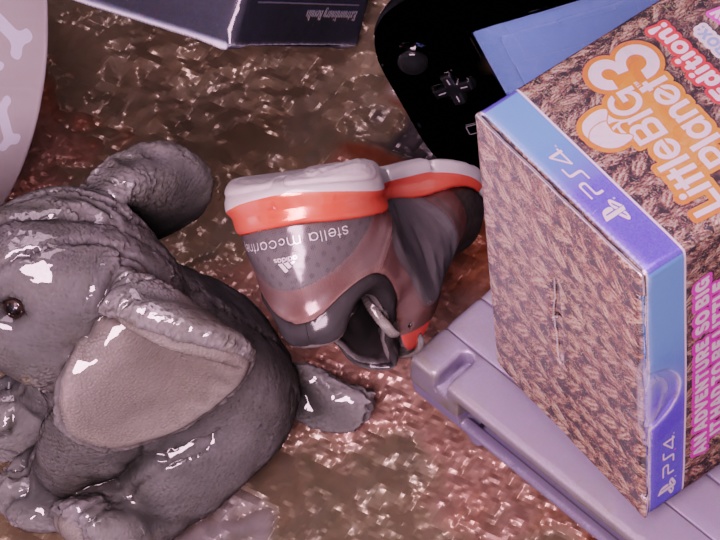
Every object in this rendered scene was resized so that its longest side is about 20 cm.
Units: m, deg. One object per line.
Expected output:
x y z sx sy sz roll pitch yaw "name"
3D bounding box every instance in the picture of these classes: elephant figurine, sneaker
-0.100 0.018 1.132 0.141 0.200 0.155 31 62 25 "elephant figurine"
0.000 0.000 1.176 0.077 0.200 0.082 -10 88 22 "sneaker"

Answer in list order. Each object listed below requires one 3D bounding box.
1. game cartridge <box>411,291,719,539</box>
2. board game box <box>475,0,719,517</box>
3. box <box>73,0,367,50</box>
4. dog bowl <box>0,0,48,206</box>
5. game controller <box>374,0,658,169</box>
0.135 0.060 1.176 0.130 0.038 0.200 -37 59 -25 "game cartridge"
0.154 -0.031 1.114 0.200 0.159 0.097 -32 57 -18 "board game box"
-0.047 -0.204 1.265 0.107 0.148 0.200 19 100 18 "box"
-0.199 -0.097 1.239 0.059 0.200 0.200 0 46 -37 "dog bowl"
0.109 -0.098 1.229 0.200 0.104 0.042 -15 33 20 "game controller"
